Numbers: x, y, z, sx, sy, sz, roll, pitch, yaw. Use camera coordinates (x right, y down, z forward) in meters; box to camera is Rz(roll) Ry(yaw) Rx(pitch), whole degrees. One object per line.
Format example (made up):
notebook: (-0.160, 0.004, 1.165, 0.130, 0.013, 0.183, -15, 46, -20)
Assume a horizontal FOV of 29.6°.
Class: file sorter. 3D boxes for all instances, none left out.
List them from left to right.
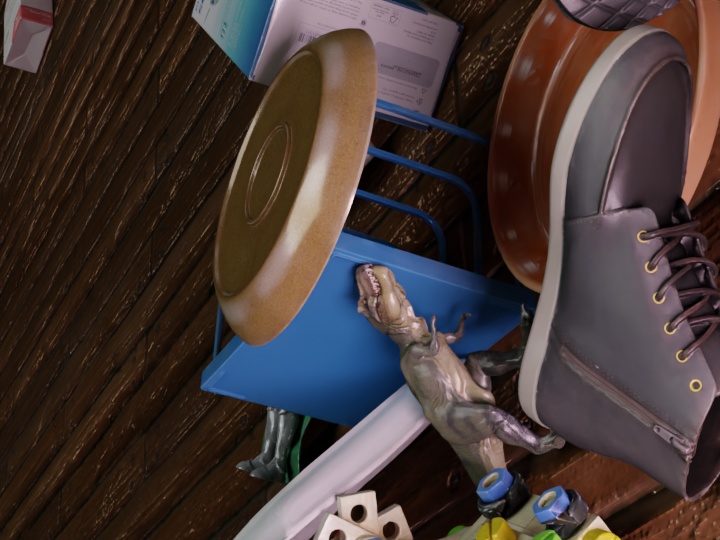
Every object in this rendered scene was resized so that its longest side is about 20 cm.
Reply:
file sorter: (0.000, 0.000, 0.882, 0.200, 0.137, 0.124, -44, 37, 50)

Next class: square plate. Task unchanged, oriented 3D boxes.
square plate: (-0.029, 0.143, 0.844, 0.028, 0.199, 0.198, 47, 136, 8)

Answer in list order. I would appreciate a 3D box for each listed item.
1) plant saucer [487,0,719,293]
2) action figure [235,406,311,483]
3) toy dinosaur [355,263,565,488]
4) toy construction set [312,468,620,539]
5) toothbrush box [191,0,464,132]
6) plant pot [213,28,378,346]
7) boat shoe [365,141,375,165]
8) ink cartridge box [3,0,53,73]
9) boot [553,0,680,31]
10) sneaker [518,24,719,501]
plant saucer: (0.134, -0.083, 0.752, 0.200, 0.032, 0.203, -40, 44, 53)
action figure: (-0.049, 0.063, 1.065, 0.118, 0.054, 0.203, -1, 74, 68)
toy dinosaur: (0.070, 0.075, 0.762, 0.087, 0.047, 0.202, -27, 88, 22)
toy construction set: (0.059, 0.161, 0.676, 0.131, 0.093, 0.199, -43, 29, -15)
toothbrush box: (-0.032, -0.189, 1.029, 0.086, 0.145, 0.200, -69, 26, 17)
plant pot: (-0.047, -0.055, 0.823, 0.200, 0.027, 0.202, -51, 29, 43)
boat shoe: (-0.044, -0.064, 1.096, 0.062, 0.072, 0.200, 48, 152, 7)
ink cartridge box: (-0.630, -0.487, 2.584, 0.117, 0.067, 0.202, -57, 33, 38)
boot: (0.144, -0.202, 0.712, 0.201, 0.070, 0.131, -51, 20, -10)
sneaker: (0.142, -0.003, 0.621, 0.106, 0.074, 0.203, 28, 119, 44)
